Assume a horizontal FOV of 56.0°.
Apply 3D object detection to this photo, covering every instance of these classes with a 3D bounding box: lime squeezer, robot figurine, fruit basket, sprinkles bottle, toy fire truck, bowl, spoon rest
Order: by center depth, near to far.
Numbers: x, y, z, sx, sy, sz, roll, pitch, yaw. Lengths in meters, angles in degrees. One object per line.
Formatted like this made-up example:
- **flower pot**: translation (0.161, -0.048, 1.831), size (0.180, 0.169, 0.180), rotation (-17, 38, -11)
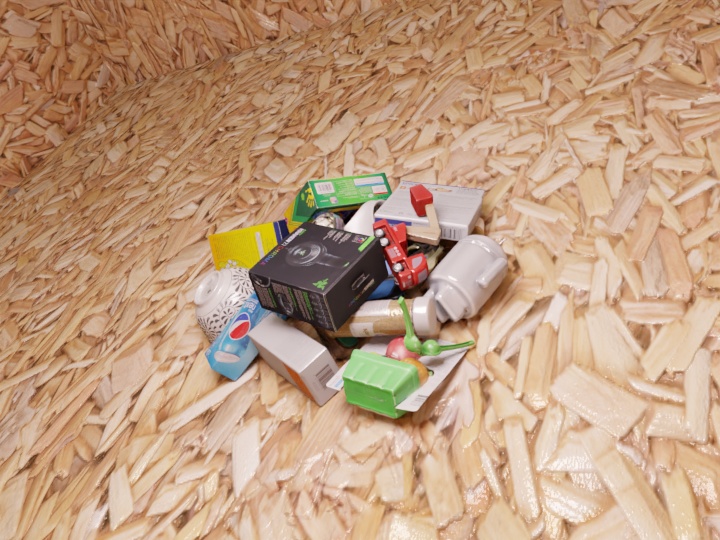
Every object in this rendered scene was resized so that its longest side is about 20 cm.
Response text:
- **lime squeezer**: translation (0.114, 0.114, 1.157), size (0.038, 0.200, 0.071), rotation (8, 71, 52)
- **fruit basket**: translation (0.068, 0.174, 1.200), size (0.185, 0.094, 0.200), rotation (11, 27, 32)
- **sprinkles bottle**: translation (0.035, 0.087, 1.235), size (0.200, 0.068, 0.068), rotation (-4, 40, 20)
- **robot figurine**: translation (0.203, 0.011, 1.284), size (0.200, 0.113, 0.170), rotation (-46, 20, -26)
- **toy fire truck**: translation (0.100, -0.065, 1.289), size (0.141, 0.049, 0.200), rotation (-21, 53, -8)
- **spoon rest**: translation (0.006, -0.093, 1.439), size (0.099, 0.061, 0.200), rotation (-2, 34, 35)
- **bowl**: translation (-0.307, 0.061, 1.512), size (0.201, 0.094, 0.201), rotation (-31, 38, 27)

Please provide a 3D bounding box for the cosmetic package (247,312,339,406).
- **cosmetic package**: translation (-0.125, 0.167, 1.303), size (0.071, 0.101, 0.200), rotation (-41, 36, -19)

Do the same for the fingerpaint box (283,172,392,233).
- **fingerpaint box**: translation (-0.051, -0.145, 1.550), size (0.200, 0.073, 0.167), rotation (-10, -17, -30)

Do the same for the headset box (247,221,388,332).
- **headset box**: translation (-0.070, 0.008, 1.249), size (0.200, 0.093, 0.174), rotation (15, 46, 36)

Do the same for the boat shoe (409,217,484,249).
- **boat shoe**: translation (0.171, -0.084, 1.473), size (0.200, 0.071, 0.069), rotation (-1, 38, 18)

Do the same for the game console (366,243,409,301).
- **game console**: translation (0.000, 0.000, 1.418), size (0.200, 0.118, 0.171), rotation (-12, 77, 19)

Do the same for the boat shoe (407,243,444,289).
- **boat shoe**: translation (0.121, -0.025, 1.368), size (0.072, 0.066, 0.201), rotation (-53, 1, 23)

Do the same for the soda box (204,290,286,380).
- **soda box**: translation (-0.230, 0.124, 1.396), size (0.200, 0.068, 0.064), rotation (-52, 35, 4)

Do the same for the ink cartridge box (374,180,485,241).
- **ink cartridge box**: translation (0.151, -0.128, 1.433), size (0.199, 0.041, 0.200), rotation (9, 31, 18)

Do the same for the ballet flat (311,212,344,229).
- **ballet flat**: translation (-0.117, -0.044, 1.395), size (0.200, 0.072, 0.072), rotation (-47, 36, 1)

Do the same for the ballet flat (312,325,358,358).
- **ballet flat**: translation (-0.082, 0.094, 1.338), size (0.068, 0.067, 0.200), rotation (-20, 63, -36)

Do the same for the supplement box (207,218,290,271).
- **supplement box**: translation (-0.247, -0.055, 1.636), size (0.200, 0.110, 0.109), rotation (-9, 7, 24)
